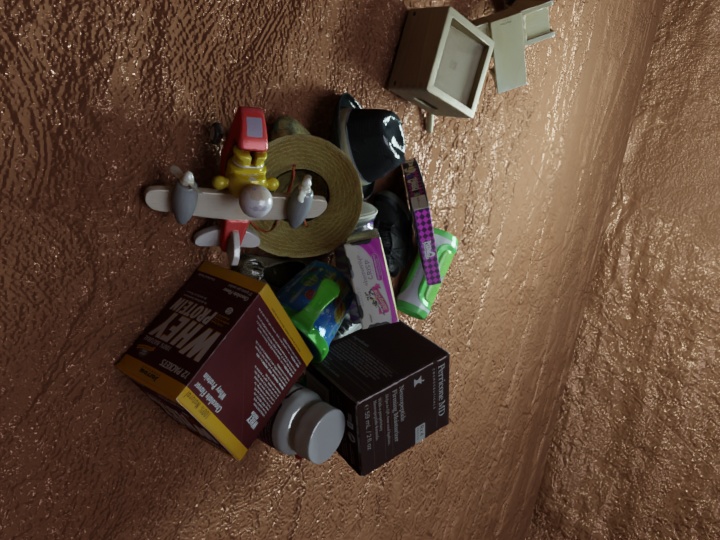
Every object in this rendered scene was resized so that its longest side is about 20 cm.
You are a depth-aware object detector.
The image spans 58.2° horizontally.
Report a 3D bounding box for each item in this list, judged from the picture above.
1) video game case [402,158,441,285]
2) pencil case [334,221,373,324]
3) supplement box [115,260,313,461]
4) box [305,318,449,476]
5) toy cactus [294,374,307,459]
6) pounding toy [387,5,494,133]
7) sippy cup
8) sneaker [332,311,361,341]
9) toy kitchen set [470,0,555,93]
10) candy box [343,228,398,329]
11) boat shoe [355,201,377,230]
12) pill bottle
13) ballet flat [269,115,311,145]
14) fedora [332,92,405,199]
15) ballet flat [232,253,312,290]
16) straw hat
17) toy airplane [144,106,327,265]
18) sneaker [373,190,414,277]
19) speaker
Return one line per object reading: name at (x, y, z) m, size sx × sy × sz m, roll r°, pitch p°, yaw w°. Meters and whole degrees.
video game case at (0.127, -0.101, 1.339) m, size 0.182 × 0.036 × 0.200 m, roll -98°, pitch 174°, yaw -49°
pencil case at (0.000, 0.000, 1.213) m, size 0.086 × 0.084 × 0.201 m, roll -76°, pitch 157°, yaw -82°
supplement box at (-0.206, 0.134, 0.963) m, size 0.200 × 0.133 × 0.197 m, roll -55°, pitch 144°, yaw -25°
box at (0.029, 0.211, 1.131) m, size 0.200 × 0.164 × 0.166 m, roll -23°, pitch 124°, yaw -29°
toy cactus at (-0.107, 0.254, 1.220) m, size 0.165 × 0.102 × 0.200 m, roll 34°, pitch 88°, yaw -45°
pounding toy at (0.153, -0.382, 1.272) m, size 0.200 × 0.142 × 0.185 m, roll 14°, pitch 93°, yaw -46°
sippy cup at (-0.081, 0.060, 1.070) m, size 0.130 × 0.178 × 0.140 m, roll -53°, pitch 130°, yaw -24°
sneaker at (-0.017, 0.104, 1.306) m, size 0.200 × 0.075 × 0.082 m, roll -29°, pitch 145°, yaw -42°
toy kitchen set at (0.312, -0.522, 1.474) m, size 0.199 × 0.181 × 0.163 m, roll -19°, pitch 128°, yaw -3°
candy box at (0.017, 0.006, 1.070) m, size 0.200 × 0.061 × 0.137 m, roll -85°, pitch 163°, yaw -81°
boat shoe at (-0.063, -0.081, 1.115) m, size 0.200 × 0.067 × 0.057 m, roll -11°, pitch 134°, yaw -33°
pill bottle at (-0.130, 0.233, 1.061) m, size 0.109 × 0.200 × 0.110 m, roll -30°, pitch 129°, yaw -45°
ballet flat at (-0.083, -0.188, 1.063) m, size 0.200 × 0.071 × 0.071 m, roll 37°, pitch 74°, yaw -58°
fedora at (0.025, -0.218, 1.118) m, size 0.201 × 0.091 × 0.201 m, roll -5°, pitch 90°, yaw -71°
ballet flat at (-0.132, 0.005, 1.090) m, size 0.200 × 0.046 × 0.068 m, roll 11°, pitch 97°, yaw -57°
straw hat at (-0.096, -0.120, 1.014) m, size 0.085 × 0.200 × 0.202 m, roll -88°, pitch -174°, yaw -75°
toy airplane at (-0.165, -0.098, 0.901) m, size 0.200 × 0.141 × 0.199 m, roll -41°, pitch 125°, yaw -7°
sneaker at (0.053, -0.061, 1.306) m, size 0.114 × 0.076 × 0.200 m, roll -55°, pitch 150°, yaw -35°
speaker at (0.151, 0.007, 1.477) m, size 0.088 × 0.088 × 0.200 m, roll 40°, pitch 71°, yaw -55°
